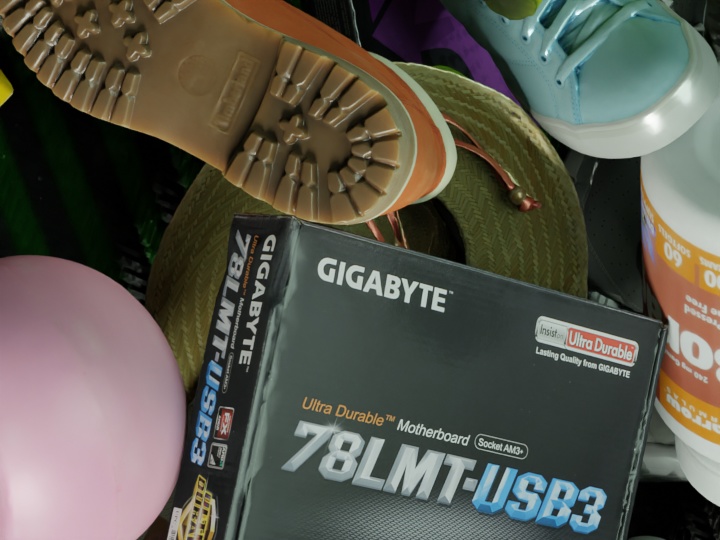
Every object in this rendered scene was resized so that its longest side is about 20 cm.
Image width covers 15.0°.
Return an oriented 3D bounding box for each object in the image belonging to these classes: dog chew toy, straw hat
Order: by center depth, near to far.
[{"bbox_3d":[-0.165,0.072,1.019,0.200,0.124,0.125,-23,104,-30],"label":"dog chew toy"},{"bbox_3d":[0.000,0.000,1.169,0.200,0.085,0.202,-3,108,-10],"label":"straw hat"}]

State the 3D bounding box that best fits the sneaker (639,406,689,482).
[{"bbox_3d":[0.133,0.060,1.295,0.200,0.075,0.082,3,84,-42],"label":"sneaker"}]

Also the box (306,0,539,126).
[{"bbox_3d":[0.059,-0.134,1.260,0.200,0.036,0.143,-19,102,-40],"label":"box"}]

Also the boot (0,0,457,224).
[{"bbox_3d":[-0.053,-0.081,1.057,0.075,0.200,0.107,-59,163,14],"label":"boot"}]

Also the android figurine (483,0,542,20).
[{"bbox_3d":[0.079,-0.197,1.115,0.200,0.182,0.041,-56,157,-21],"label":"android figurine"}]

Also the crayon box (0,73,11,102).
[{"bbox_3d":[-0.248,-0.048,0.912,0.200,0.058,0.173,-46,126,3],"label":"crayon box"}]

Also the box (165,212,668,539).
[{"bbox_3d":[0.019,0.095,1.071,0.200,0.050,0.199,16,85,-37],"label":"box"}]

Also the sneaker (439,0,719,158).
[{"bbox_3d":[0.069,-0.113,1.127,0.074,0.200,0.082,-48,129,1],"label":"sneaker"}]

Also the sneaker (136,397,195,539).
[{"bbox_3d":[-0.044,0.125,1.128,0.106,0.075,0.200,32,95,-38],"label":"sneaker"}]

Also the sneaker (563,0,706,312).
[{"bbox_3d":[0.156,-0.065,1.246,0.075,0.115,0.200,-15,126,-40],"label":"sneaker"}]

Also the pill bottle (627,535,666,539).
[{"bbox_3d":[0.069,0.189,1.217,0.200,0.109,0.110,-16,100,-39],"label":"pill bottle"}]

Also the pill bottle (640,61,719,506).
[{"bbox_3d":[0.175,0.014,1.157,0.112,0.112,0.200,-48,149,-30],"label":"pill bottle"}]
